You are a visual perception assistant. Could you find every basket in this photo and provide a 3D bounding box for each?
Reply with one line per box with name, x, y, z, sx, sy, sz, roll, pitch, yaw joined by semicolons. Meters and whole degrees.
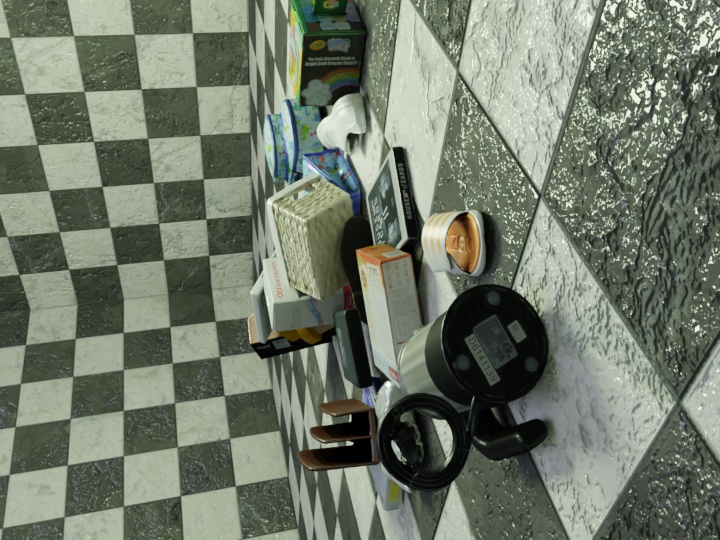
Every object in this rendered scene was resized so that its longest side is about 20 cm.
basket;-0.084;-0.062;1.388;0.122;0.134;0.204;27;138;39

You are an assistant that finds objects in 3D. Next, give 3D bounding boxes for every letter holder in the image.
letter holder;-0.055;0.316;1.373;0.200;0.138;0.104;157;108;-78
letter holder;-0.183;0.121;1.814;0.101;0.194;0.146;70;-173;-61

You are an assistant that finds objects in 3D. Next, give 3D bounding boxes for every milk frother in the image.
milk frother;0.085;0.134;0.771;0.188;0.194;0.186;124;135;-69

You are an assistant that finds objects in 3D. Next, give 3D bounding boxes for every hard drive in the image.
hard drive;-0.018;0.147;1.362;0.200;0.032;0.144;153;106;-81

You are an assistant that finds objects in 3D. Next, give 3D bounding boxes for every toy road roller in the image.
toy road roller;-0.138;0.079;1.693;0.123;0.143;0.204;42;-154;-55

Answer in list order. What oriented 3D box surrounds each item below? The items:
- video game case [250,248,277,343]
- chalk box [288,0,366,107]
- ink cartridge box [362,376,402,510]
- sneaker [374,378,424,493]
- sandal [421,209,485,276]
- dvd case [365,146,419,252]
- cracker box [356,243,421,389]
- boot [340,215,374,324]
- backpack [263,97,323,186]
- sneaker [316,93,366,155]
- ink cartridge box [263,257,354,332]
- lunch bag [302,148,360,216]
video game case;-0.203;0.044;1.673;0.202;0.023;0.184;91;-159;-53
chalk box;-0.064;-0.429;1.324;0.203;0.121;0.126;101;158;-46
ink cartridge box;0.042;0.307;1.345;0.200;0.046;0.205;-110;21;-53
sneaker;0.075;0.272;1.170;0.087;0.073;0.206;28;130;60
sandal;0.103;-0.033;0.912;0.206;0.057;0.082;-169;73;-76
dvd case;0.050;-0.093;1.185;0.200;0.024;0.155;126;137;-69
cracker box;0.051;0.069;1.132;0.134;0.056;0.206;-150;49;-71
boot;0.000;0.000;1.353;0.075;0.071;0.206;160;102;-86
backpack;-0.160;-0.314;1.724;0.201;0.143;0.188;118;142;-61
sneaker;-0.033;-0.263;1.383;0.200;0.073;0.091;140;111;-72
ink cartridge box;-0.102;0.040;1.507;0.149;0.194;0.087;-112;21;-46
lunch bag;-0.042;-0.136;1.468;0.201;0.092;0.154;51;148;43
